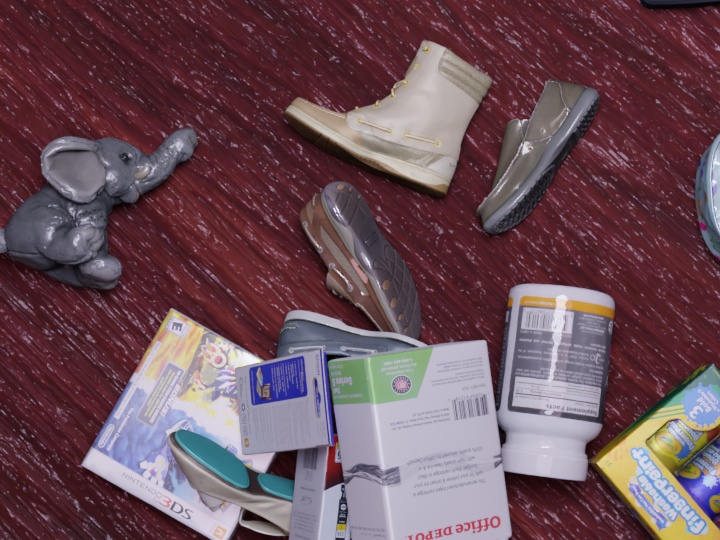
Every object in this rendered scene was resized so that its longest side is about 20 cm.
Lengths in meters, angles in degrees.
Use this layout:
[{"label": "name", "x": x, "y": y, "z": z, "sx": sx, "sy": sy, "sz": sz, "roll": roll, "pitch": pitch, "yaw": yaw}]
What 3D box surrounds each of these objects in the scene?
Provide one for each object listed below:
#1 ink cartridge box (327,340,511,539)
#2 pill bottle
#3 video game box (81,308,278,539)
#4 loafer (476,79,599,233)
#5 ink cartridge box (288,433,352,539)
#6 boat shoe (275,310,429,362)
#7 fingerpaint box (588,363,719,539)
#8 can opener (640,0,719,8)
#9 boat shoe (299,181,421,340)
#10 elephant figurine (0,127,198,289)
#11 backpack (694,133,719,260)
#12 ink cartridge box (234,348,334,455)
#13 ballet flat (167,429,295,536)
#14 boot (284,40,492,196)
[{"label": "ink cartridge box", "x": 0.059, "y": 0.177, "z": 1.416, "sx": 0.145, "sy": 0.084, "sz": 0.200, "roll": -6, "pitch": 88, "yaw": -31}, {"label": "pill bottle", "x": 0.205, "y": 0.119, "z": 1.530, "sx": 0.116, "sy": 0.116, "sz": 0.200, "roll": 7, "pitch": 84, "yaw": 2}, {"label": "video game box", "x": -0.177, "y": 0.171, "z": 1.569, "sx": 0.182, "sy": 0.047, "sz": 0.200, "roll": 29, "pitch": 85, "yaw": 2}, {"label": "loafer", "x": 0.186, "y": -0.129, "z": 1.588, "sx": 0.070, "sy": 0.075, "sz": 0.200, "roll": 34, "pitch": 80, "yaw": 17}, {"label": "ink cartridge box", "x": 0.033, "y": 0.265, "z": 1.496, "sx": 0.200, "sy": 0.084, "sz": 0.176, "roll": 8, "pitch": 83, "yaw": -23}, {"label": "boat shoe", "x": 0.004, "y": 0.101, "z": 1.551, "sx": 0.200, "sy": 0.073, "sz": 0.062, "roll": 16, "pitch": 58, "yaw": 10}, {"label": "fingerpaint box", "x": 0.374, "y": 0.229, "z": 1.532, "sx": 0.167, "sy": 0.073, "sz": 0.200, "roll": -39, "pitch": 84, "yaw": -3}, {"label": "can opener", "x": 0.414, "y": -0.311, "z": 1.601, "sx": 0.200, "sy": 0.063, "sz": 0.079, "roll": 1, "pitch": 84, "yaw": 1}, {"label": "boat shoe", "x": 0.000, "y": 0.000, "z": 1.579, "sx": 0.072, "sy": 0.076, "sz": 0.200, "roll": -27, "pitch": 92, "yaw": 32}, {"label": "elephant figurine", "x": -0.297, "y": -0.089, "z": 1.576, "sx": 0.141, "sy": 0.155, "sz": 0.200, "roll": -1, "pitch": 67, "yaw": 44}, {"label": "backpack", "x": 0.465, "y": -0.084, "z": 1.537, "sx": 0.200, "sy": 0.151, "sz": 0.178, "roll": -2, "pitch": 84, "yaw": 6}, {"label": "ink cartridge box", "x": -0.070, "y": 0.135, "z": 1.456, "sx": 0.037, "sy": 0.200, "sz": 0.095, "roll": -2, "pitch": 82, "yaw": -28}, {"label": "ballet flat", "x": -0.125, "y": 0.235, "z": 1.508, "sx": 0.200, "sy": 0.069, "sz": 0.070, "roll": 28, "pitch": 84, "yaw": -17}, {"label": "boot", "x": 0.032, "y": -0.188, "z": 1.592, "sx": 0.200, "sy": 0.073, "sz": 0.156, "roll": 24, "pitch": 85, "yaw": 2}]
